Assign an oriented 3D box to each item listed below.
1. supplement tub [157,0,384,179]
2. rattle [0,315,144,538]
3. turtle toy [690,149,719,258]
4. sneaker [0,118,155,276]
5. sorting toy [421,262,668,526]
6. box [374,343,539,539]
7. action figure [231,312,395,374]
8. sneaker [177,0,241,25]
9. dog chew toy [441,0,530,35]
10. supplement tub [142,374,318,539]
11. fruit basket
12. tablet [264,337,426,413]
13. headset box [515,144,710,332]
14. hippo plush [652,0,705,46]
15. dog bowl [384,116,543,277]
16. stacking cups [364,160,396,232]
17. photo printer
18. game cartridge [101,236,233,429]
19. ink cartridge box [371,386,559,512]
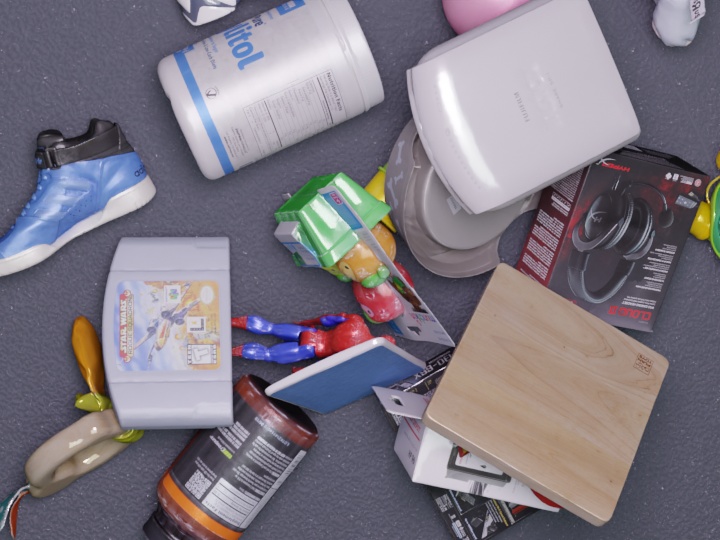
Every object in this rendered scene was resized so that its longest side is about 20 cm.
[{"bbox_3d":[-0.090,-0.187,1.400,0.198,0.132,0.133,-25,102,-3],"label":"supplement tub"},{"bbox_3d":[-0.333,0.169,1.461,0.199,0.130,0.143,-36,92,27],"label":"rattle"},{"bbox_3d":[0.450,-0.078,1.506,0.145,0.101,0.202,27,95,-11],"label":"turtle toy"},{"bbox_3d":[-0.317,-0.080,1.412,0.198,0.077,0.112,-28,108,-7],"label":"sneaker"},{"bbox_3d":[0.176,0.129,1.380,0.199,0.070,0.200,30,56,0],"label":"sorting toy"},{"bbox_3d":[0.130,0.184,1.533,0.157,0.050,0.201,-30,102,-2],"label":"box"},{"bbox_3d":[-0.060,0.075,1.457,0.198,0.052,0.066,0,59,16],"label":"action figure"},{"bbox_3d":[-0.107,-0.342,1.396,0.197,0.080,0.131,-22,111,7],"label":"sneaker"},{"bbox_3d":[0.175,-0.252,1.435,0.125,0.125,0.200,-47,111,2],"label":"dog chew toy"},{"bbox_3d":[-0.142,0.215,1.474,0.107,0.107,0.200,39,93,-12],"label":"supplement tub"},{"bbox_3d":[0.000,0.000,1.417,0.093,0.185,0.201,-36,102,-14],"label":"fruit basket"},{"bbox_3d":[-0.011,0.108,1.426,0.129,0.200,0.014,-25,73,9],"label":"tablet"},{"bbox_3d":[0.257,-0.031,1.473,0.147,0.077,0.202,11,107,-24],"label":"headset box"},{"bbox_3d":[0.278,-0.317,1.424,0.159,0.201,0.161,15,130,9],"label":"hippo plush"},{"bbox_3d":[0.110,-0.095,1.439,0.198,0.059,0.202,-17,122,-28],"label":"dog bowl"},{"bbox_3d":[0.077,-0.134,1.466,0.060,0.061,0.200,40,92,-12],"label":"stacking cups"},{"bbox_3d":[0.149,-0.158,1.336,0.198,0.069,0.168,-26,98,-12],"label":"photo printer"},{"bbox_3d":[-0.197,0.061,1.429,0.131,0.042,0.202,1,70,-12],"label":"game cartridge"},{"bbox_3d":[0.105,0.182,1.444,0.198,0.116,0.069,14,96,-10],"label":"ink cartridge box"}]
